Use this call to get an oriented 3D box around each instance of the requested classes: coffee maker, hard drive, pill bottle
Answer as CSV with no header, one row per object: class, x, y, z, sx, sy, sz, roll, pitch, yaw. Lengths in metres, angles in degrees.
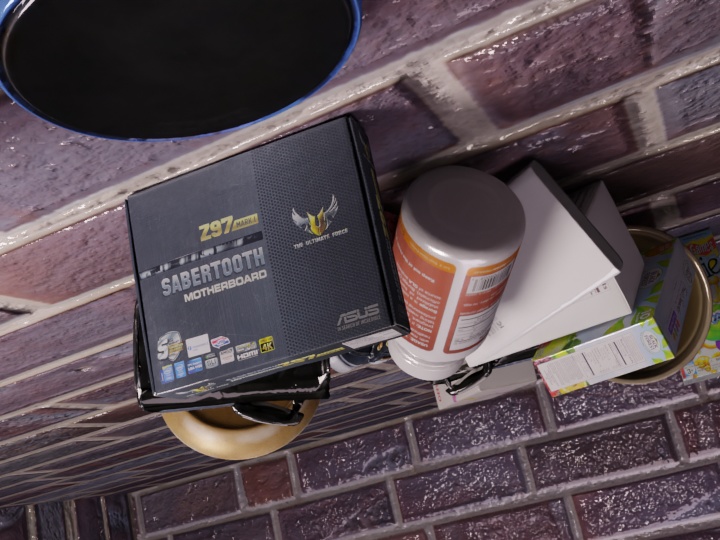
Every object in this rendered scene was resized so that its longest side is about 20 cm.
coffee maker,-0.131,0.071,0.870,0.195,0.137,0.193,-4,148,-5
hard drive,0.144,-0.001,0.848,0.199,0.132,0.026,-40,-175,38
pill bottle,0.079,0.011,0.791,0.110,0.114,0.202,-9,141,-16
coffee maker,0.192,0.089,1.304,0.196,0.137,0.192,-18,-172,22

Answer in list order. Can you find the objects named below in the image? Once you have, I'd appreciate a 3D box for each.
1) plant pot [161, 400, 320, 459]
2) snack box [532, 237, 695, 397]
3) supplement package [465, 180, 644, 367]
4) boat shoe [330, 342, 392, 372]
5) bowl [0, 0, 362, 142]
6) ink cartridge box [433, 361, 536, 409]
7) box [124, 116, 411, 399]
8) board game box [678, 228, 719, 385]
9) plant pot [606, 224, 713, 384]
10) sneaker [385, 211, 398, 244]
plant pot,-0.140,0.120,0.979,0.195,0.203,0.028,-10,144,-10
snack box,0.282,0.048,0.922,0.141,0.054,0.200,-25,-169,34
supplement package,0.190,0.006,0.918,0.198,0.111,0.114,-24,-166,35
boat shoe,0.021,0.076,1.060,0.090,0.072,0.199,-25,168,20
bowl,-0.091,-0.124,0.427,0.196,0.040,0.201,-13,165,-3
ink cartridge box,0.212,0.171,1.560,0.123,0.131,0.200,-7,164,-22
box,-0.073,-0.006,0.631,0.196,0.161,0.051,-16,164,14
board game box,0.506,0.057,1.266,0.101,0.204,0.105,-18,164,18
plant pot,0.367,0.036,1.147,0.196,0.204,0.173,-18,180,18
sneaker,0.000,0.000,0.883,0.073,0.082,0.201,17,156,5
